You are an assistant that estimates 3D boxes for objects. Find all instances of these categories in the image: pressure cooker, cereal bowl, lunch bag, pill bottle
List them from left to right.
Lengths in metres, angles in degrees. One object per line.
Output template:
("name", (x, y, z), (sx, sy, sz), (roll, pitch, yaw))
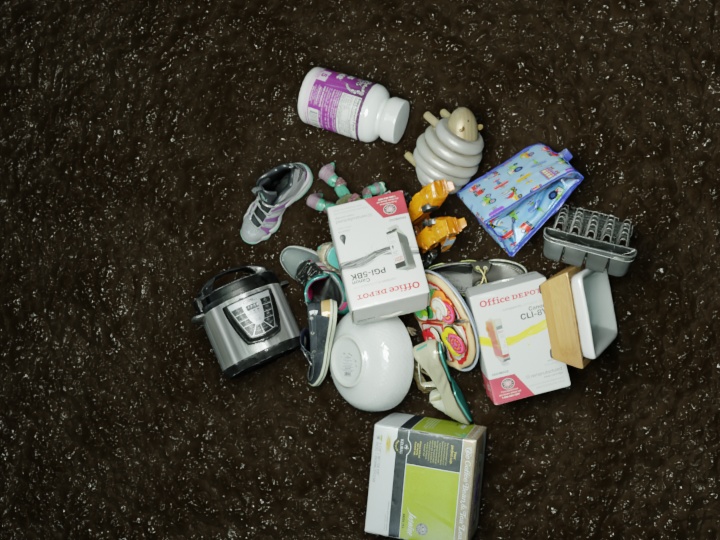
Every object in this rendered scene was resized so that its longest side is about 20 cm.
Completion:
("pressure cooker", (-0.224, 0.092, 1.640), (0.177, 0.175, 0.202), (-27, 82, 23))
("pill bottle", (-0.011, -0.311, 1.605), (0.198, 0.112, 0.114), (20, 96, 15))
("cereal bowl", (0.005, 0.166, 1.571), (0.199, 0.083, 0.203), (-1, 89, 48))
("lunch bag", (0.292, -0.148, 1.492), (0.200, 0.151, 0.094), (-41, 118, 7))

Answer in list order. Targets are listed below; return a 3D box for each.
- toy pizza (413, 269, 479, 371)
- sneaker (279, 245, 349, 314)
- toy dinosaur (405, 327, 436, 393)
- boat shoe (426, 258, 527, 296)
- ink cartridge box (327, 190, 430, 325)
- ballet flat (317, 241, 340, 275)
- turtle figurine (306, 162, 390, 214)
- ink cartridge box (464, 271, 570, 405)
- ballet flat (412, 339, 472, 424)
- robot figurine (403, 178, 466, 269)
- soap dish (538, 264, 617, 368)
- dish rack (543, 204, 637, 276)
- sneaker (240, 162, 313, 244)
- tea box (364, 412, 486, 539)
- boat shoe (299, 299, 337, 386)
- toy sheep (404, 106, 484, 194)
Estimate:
("toy pizza", (0.145, 0.095, 1.529), (0.031, 0.200, 0.202), (-25, 81, -22))
("sneaker", (-0.091, 0.020, 1.626), (0.199, 0.121, 0.084), (34, 99, 14))
("toy dinosaur", (0.074, 0.159, 1.597), (0.200, 0.058, 0.101), (43, 134, 10))
("boat shoe", (0.210, 0.017, 1.565), (0.198, 0.060, 0.073), (-3, 89, 17))
("ink cartridge box", (0.032, -0.023, 1.492), (0.145, 0.083, 0.203), (-13, 70, -4))
("ballet flat", (0.000, 0.000, 1.612), (0.199, 0.075, 0.068), (30, 88, -24))
("turtle figurine", (-0.008, -0.115, 1.616), (0.199, 0.101, 0.151), (36, 94, 22))
("ink cartridge box", (0.278, 0.119, 1.501), (0.143, 0.083, 0.203), (-14, 95, 2))
("ballet flat", (0.147, 0.212, 1.548), (0.069, 0.070, 0.202), (-16, 118, 16))
("robot figurine", (0.124, -0.085, 1.540), (0.057, 0.200, 0.147), (-13, 80, -18))
("soap dish", (0.375, 0.067, 1.441), (0.080, 0.199, 0.160), (-9, 95, 29))
("dish rack", (0.397, -0.065, 1.440), (0.151, 0.200, 0.055), (16, 124, 13))
("sneaker", (-0.188, -0.137, 1.644), (0.078, 0.140, 0.201), (41, 101, 12))
("tea box", (0.124, 0.385, 1.556), (0.194, 0.133, 0.203), (7, 93, 18))
("boat shoe", (-0.086, 0.137, 1.592), (0.061, 0.075, 0.202), (4, 128, -9))
("toy sheep", (0.157, -0.211, 1.550), (0.137, 0.138, 0.201), (35, 129, 14))
